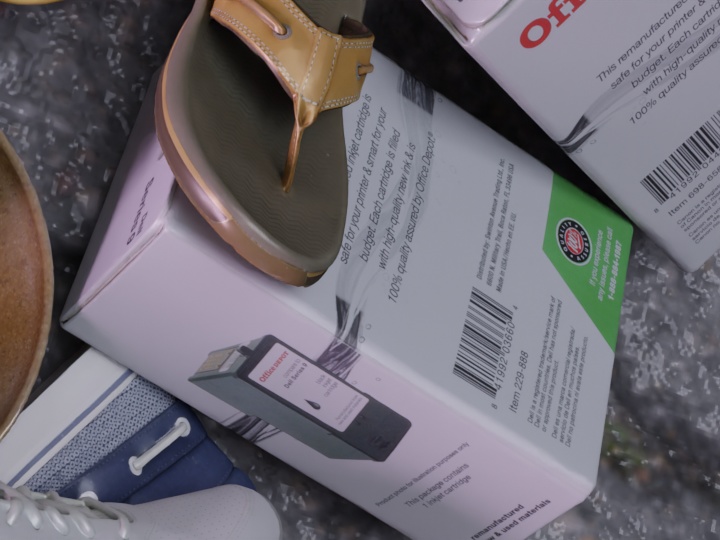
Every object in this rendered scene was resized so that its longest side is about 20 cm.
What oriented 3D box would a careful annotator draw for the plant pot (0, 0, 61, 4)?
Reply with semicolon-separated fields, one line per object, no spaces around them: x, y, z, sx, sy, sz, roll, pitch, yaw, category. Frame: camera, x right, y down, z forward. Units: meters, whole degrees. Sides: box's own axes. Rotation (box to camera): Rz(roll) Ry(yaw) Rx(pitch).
-0.085;-0.224;0.888;0.189;0.200;0.202;-33;98;-43;plant pot

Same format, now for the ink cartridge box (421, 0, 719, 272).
0.121;-0.112;0.948;0.144;0.084;0.200;-44;138;6;ink cartridge box

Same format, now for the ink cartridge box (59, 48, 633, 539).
0.000;0.000;0.922;0.199;0.084;0.146;33;45;-18;ink cartridge box

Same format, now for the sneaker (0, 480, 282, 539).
-0.114;0.104;0.804;0.199;0.070;0.081;-19;105;-31;sneaker

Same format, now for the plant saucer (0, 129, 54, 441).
-0.211;0.007;0.846;0.199;0.035;0.202;5;71;-14;plant saucer

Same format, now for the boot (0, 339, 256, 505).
-0.126;0.113;0.869;0.090;0.073;0.200;49;64;-6;boot

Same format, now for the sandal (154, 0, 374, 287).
-0.023;-0.085;0.859;0.080;0.054;0.201;30;47;-21;sandal
